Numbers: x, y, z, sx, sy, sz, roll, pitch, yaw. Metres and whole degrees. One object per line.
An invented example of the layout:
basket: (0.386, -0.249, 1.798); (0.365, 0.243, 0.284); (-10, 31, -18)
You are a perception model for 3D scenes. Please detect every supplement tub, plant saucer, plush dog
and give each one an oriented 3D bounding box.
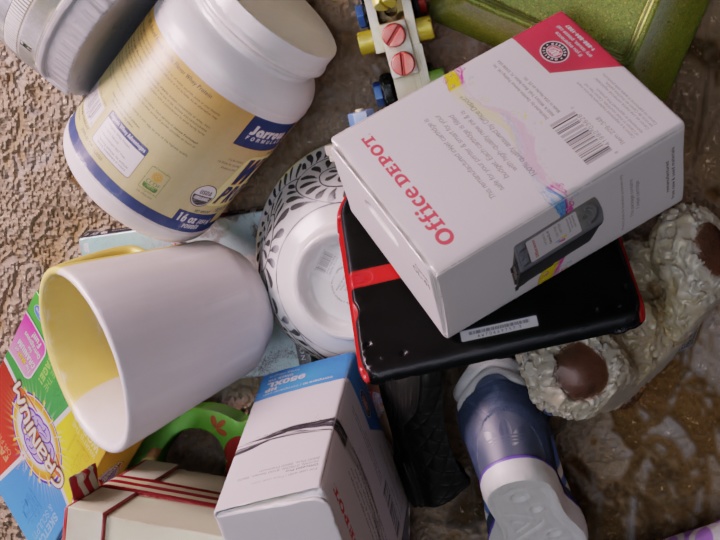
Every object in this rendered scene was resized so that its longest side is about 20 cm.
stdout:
supplement tub: (-0.126, -0.137, 1.088); (0.144, 0.144, 0.200); (45, 114, 4)
plant saucer: (0.164, -0.240, 1.011); (0.199, 0.048, 0.201); (26, 111, 12)
plush dog: (0.158, 0.017, 1.041); (0.200, 0.161, 0.172); (-40, 72, -17)

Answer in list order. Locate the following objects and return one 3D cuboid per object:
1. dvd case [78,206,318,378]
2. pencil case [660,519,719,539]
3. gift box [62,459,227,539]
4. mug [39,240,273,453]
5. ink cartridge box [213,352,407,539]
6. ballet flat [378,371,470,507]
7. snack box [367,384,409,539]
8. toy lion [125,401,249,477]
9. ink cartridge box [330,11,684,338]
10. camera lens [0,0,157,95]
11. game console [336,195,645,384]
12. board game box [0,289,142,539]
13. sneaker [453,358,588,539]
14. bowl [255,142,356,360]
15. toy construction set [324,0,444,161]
dvd case: (-0.141, 0.026, 1.202); (0.199, 0.022, 0.147); (-7, 101, 19)
pencil case: (0.236, 0.259, 1.091); (0.199, 0.084, 0.086); (-28, 59, 25)
gift box: (-0.152, 0.251, 1.101); (0.185, 0.200, 0.186); (7, 92, 14)
mug: (-0.163, 0.032, 1.103); (0.187, 0.152, 0.150); (58, 148, 18)
ink cartridge box: (-0.030, 0.175, 1.020); (0.084, 0.200, 0.145); (-14, 111, 12)
ballet flat: (0.051, 0.105, 1.079); (0.066, 0.057, 0.201); (48, 154, 45)
snack box: (0.004, 0.185, 1.152); (0.071, 0.024, 0.202); (-3, 106, -7)
toy lion: (-0.095, 0.190, 1.210); (0.200, 0.069, 0.192); (40, 106, 7)
ink cartridge box: (0.101, -0.070, 0.952); (0.199, 0.086, 0.148); (-30, 54, -8)
camera lens: (-0.250, -0.259, 1.092); (0.200, 0.160, 0.160); (43, 113, 5)
game console: (0.086, -0.009, 0.983); (0.198, 0.178, 0.031); (-13, 143, 4)
board game box: (-0.267, 0.137, 1.218); (0.153, 0.040, 0.200); (50, 127, 25)
sneaker: (0.126, 0.148, 1.113); (0.080, 0.147, 0.200); (-15, 142, 7)
bowl: (0.000, 0.000, 1.094); (0.199, 0.094, 0.202); (3, 103, 11)
toy construction set: (0.021, -0.169, 1.029); (0.091, 0.131, 0.202); (1, 100, 2)
